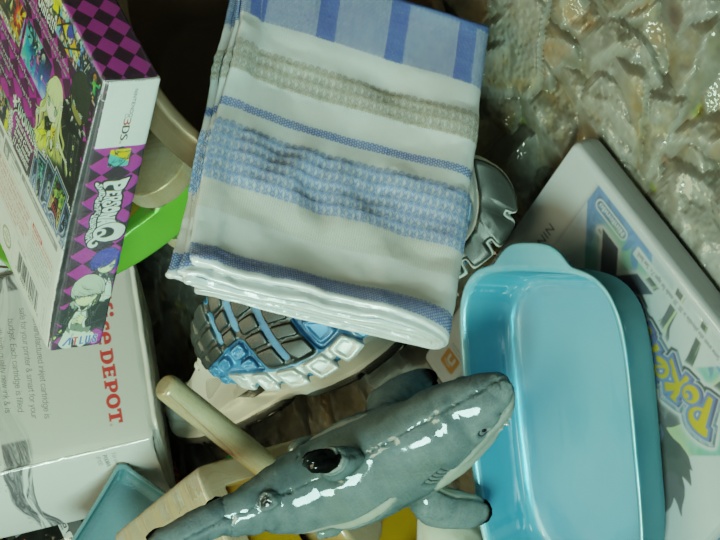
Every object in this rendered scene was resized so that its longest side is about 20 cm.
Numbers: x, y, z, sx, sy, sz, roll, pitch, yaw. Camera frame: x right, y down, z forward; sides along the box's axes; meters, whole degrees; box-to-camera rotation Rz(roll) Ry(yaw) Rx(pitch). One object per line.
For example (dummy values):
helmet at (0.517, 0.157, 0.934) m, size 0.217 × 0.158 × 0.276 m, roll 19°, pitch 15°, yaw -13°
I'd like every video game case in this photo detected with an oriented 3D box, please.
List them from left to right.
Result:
video game case at (-0.169, -0.090, 1.257) m, size 0.200 × 0.036 × 0.182 m, roll 59°, pitch 144°, yaw 41°
video game case at (0.132, 0.063, 1.248) m, size 0.200 × 0.022 × 0.182 m, roll 54°, pitch 134°, yaw 24°

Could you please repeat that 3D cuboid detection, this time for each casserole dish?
casserole dish at (0.110, 0.082, 1.233) m, size 0.121 × 0.039 × 0.201 m, roll 2°, pitch 101°, yaw 48°

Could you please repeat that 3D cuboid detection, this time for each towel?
towel at (-0.011, -0.062, 1.198) m, size 0.024 × 0.146 × 0.201 m, roll 122°, pitch 161°, yaw -59°

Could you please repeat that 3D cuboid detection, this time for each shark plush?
shark plush at (-0.017, 0.096, 1.228) m, size 0.083 × 0.199 × 0.091 m, roll 96°, pitch 165°, yaw -74°

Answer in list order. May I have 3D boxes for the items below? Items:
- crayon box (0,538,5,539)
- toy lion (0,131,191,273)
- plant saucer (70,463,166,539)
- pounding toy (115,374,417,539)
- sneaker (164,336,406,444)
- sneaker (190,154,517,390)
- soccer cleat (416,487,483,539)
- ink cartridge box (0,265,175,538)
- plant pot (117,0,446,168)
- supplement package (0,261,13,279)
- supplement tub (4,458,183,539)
crayon box at (-0.236, 0.244, 1.583) m, size 0.119 × 0.058 × 0.200 m, roll 56°, pitch 171°, yaw 48°
toy lion at (-0.189, -0.066, 1.385) m, size 0.191 × 0.069 × 0.200 m, roll -30°, pitch 51°, yaw 9°
plant saucer at (-0.082, 0.198, 1.410) m, size 0.200 × 0.070 × 0.019 m, roll 35°, pitch 160°, yaw -11°
pounding toy at (-0.037, 0.160, 1.337) m, size 0.142 × 0.184 × 0.200 m, roll -40°, pitch 70°, yaw 45°
sneaker at (-0.065, 0.025, 1.396) m, size 0.200 × 0.076 × 0.116 m, roll -26°, pitch 98°, yaw 43°
sneaker at (0.000, 0.000, 1.289) m, size 0.200 × 0.087 × 0.075 m, roll -28°, pitch 96°, yaw 11°
soccer cleat at (0.097, 0.206, 1.295) m, size 0.077 × 0.069 × 0.200 m, roll -28°, pitch 85°, yaw 42°
ink cartridge box at (-0.222, 0.086, 1.456) m, size 0.083 × 0.199 × 0.147 m, roll 77°, pitch 180°, yaw -54°
plant pot at (-0.057, -0.117, 1.284) m, size 0.093 × 0.200 × 0.201 m, roll -40°, pitch 70°, yaw 53°
supplement package at (-0.236, -0.023, 1.545) m, size 0.200 × 0.119 × 0.122 m, roll -51°, pitch 48°, yaw 41°
supplement tub at (-0.163, 0.176, 1.528) m, size 0.123 × 0.122 × 0.200 m, roll -46°, pitch 66°, yaw 44°
